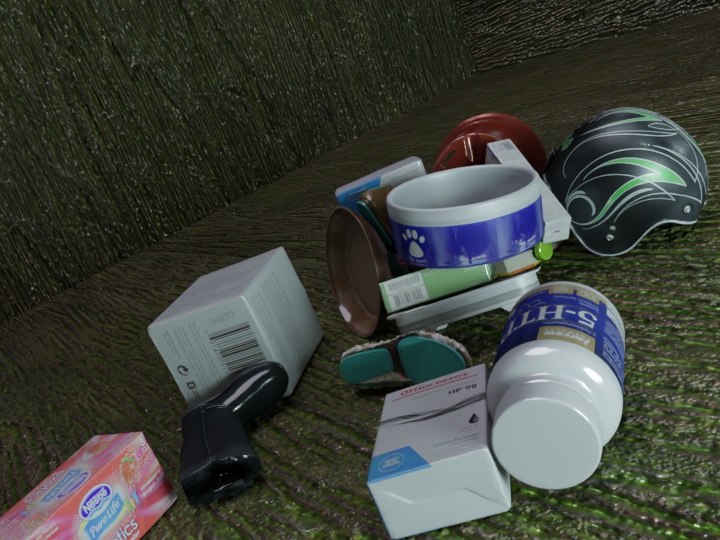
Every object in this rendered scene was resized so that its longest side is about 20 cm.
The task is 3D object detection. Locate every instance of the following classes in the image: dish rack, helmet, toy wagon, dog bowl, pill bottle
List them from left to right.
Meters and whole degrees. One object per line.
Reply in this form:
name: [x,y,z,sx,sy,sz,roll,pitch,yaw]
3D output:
dog bowl: [0.137,-0.074,1.036,0.199,0.079,0.200,-10,19,4]
dish rack: [0.144,0.045,1.038,0.199,0.044,0.172,-20,-4,14]
toy wagon: [0.265,-0.052,1.254,0.200,0.040,0.155,-34,19,-35]
pill bottle: [0.180,0.102,0.729,0.119,0.120,0.200,-16,18,25]
helmet: [0.377,-0.131,1.109,0.190,0.200,0.200,-35,9,27]

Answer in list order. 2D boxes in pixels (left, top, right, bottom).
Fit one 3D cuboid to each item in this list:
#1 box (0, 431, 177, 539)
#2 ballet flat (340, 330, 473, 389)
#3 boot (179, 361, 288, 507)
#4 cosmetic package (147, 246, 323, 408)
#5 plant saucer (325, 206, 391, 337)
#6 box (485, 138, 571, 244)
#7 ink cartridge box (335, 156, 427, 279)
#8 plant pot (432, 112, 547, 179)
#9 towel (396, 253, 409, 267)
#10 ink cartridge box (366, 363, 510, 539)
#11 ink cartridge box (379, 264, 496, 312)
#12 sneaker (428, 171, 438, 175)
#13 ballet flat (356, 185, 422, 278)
box: [-0.316,0.281,0.890,0.094,0.103,0.200,-13,18,32]
ballet flat: [0.061,0.107,0.979,0.199,0.076,0.064,-6,7,39]
boot: [-0.151,0.197,0.989,0.165,0.066,0.200,-34,14,-5]
cosmetic package: [-0.179,0.091,1.193,0.164,0.165,0.200,-19,16,18]
plant saucer: [0.000,0.000,1.197,0.037,0.201,0.200,-11,11,-21]
box: [0.234,-0.117,1.126,0.041,0.039,0.200,-14,44,-11]
ink cartridge box: [0.063,-0.064,1.285,0.146,0.201,0.086,-22,14,2]
plant pot: [0.210,-0.161,1.334,0.200,0.201,0.195,-18,7,18]
towel: [0.166,-0.044,1.143,0.199,0.023,0.144,-16,3,-22]
ink cartridge box: [0.080,0.161,0.776,0.115,0.067,0.200,-20,16,15]
ink cartridge box: [0.116,0.014,1.121,0.145,0.048,0.200,-19,-2,12]
sneaker: [0.165,-0.109,1.192,0.199,0.078,0.082,1,10,8]
ballet flat: [0.065,-0.045,1.213,0.072,0.200,0.068,-36,23,-16]
